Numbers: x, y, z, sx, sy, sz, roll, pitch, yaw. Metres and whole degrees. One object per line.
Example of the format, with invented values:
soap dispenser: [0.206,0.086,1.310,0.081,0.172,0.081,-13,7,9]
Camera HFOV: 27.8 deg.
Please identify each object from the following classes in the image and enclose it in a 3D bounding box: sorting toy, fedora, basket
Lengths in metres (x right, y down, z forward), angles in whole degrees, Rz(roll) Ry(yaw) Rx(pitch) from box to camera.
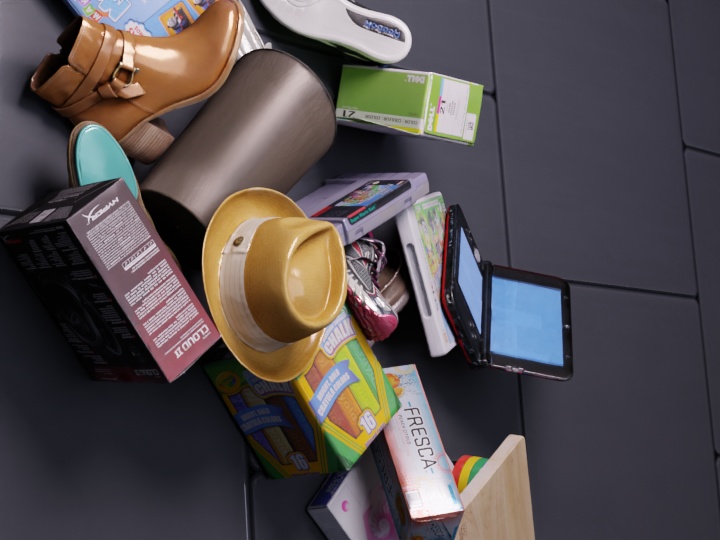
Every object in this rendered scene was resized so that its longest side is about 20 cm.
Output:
sorting toy: [0.133,0.325,1.728,0.199,0.069,0.201,-40,128,-50]
fedora: [-0.068,0.007,1.417,0.200,0.082,0.202,23,60,-49]
basket: [-0.136,-0.106,1.515,0.136,0.180,0.200,37,60,2]

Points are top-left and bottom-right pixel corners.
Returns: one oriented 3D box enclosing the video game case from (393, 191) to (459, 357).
video game case: [0.093,0.000,1.768,0.200,0.022,0.183,-25,100,-74]

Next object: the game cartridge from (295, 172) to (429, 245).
game cartridge: [-0.025,-0.068,1.634,0.200,0.129,0.039,-34,113,-47]

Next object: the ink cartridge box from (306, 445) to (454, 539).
ink cartridge box: [0.046,0.279,1.698,0.200,0.043,0.197,56,46,-21]

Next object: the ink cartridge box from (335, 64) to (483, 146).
ink cartridge box: [0.024,-0.201,1.696,0.200,0.147,0.076,6,95,-47]

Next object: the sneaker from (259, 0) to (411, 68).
sneaker: [-0.040,-0.293,1.723,0.199,0.112,0.073,27,86,-5]

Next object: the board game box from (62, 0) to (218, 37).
board game box: [-0.207,-0.313,1.492,0.200,0.037,0.151,-42,115,-11]

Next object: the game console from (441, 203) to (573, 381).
game console: [0.183,0.024,1.800,0.200,0.118,0.173,-82,153,-52]

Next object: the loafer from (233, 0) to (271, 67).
loafer: [-0.119,-0.228,1.614,0.070,0.070,0.200,-43,112,-35]

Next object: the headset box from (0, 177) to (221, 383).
headset box: [-0.232,0.021,1.366,0.077,0.149,0.200,-43,112,-31]

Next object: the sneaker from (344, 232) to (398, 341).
sneaker: [0.000,0.000,1.602,0.074,0.200,0.081,-22,129,-7]

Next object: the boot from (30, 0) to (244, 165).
boot: [-0.221,-0.217,1.447,0.155,0.077,0.200,33,102,-39]

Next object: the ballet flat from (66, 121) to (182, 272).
ballet flat: [-0.242,-0.053,1.436,0.068,0.072,0.201,-39,111,-27]

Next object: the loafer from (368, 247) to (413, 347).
loafer: [0.000,0.036,1.679,0.071,0.073,0.200,53,46,-24]

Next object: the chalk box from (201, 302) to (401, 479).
chalk box: [-0.071,0.104,1.549,0.125,0.124,0.201,-47,115,-44]

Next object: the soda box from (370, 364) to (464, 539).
soda box: [0.054,0.205,1.611,0.063,0.069,0.201,-6,51,-15]
